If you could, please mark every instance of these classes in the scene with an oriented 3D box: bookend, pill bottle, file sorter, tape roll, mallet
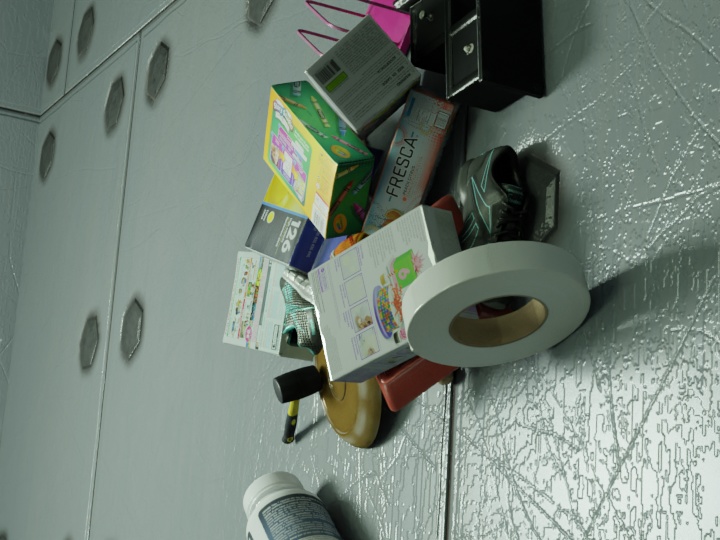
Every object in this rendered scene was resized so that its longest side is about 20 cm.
[{"bbox_3d":[0.129,-0.281,1.597,0.200,0.092,0.200,-27,58,57],"label":"bookend"},{"bbox_3d":[-0.090,0.370,1.754,0.120,0.119,0.200,-67,31,22],"label":"pill bottle"},{"bbox_3d":[0.007,-0.396,1.821,0.139,0.125,0.201,52,126,53],"label":"file sorter"},{"bbox_3d":[0.142,0.039,1.360,0.203,0.202,0.037,-48,43,44],"label":"tape roll"},{"bbox_3d":[-0.105,0.203,1.843,0.041,0.066,0.200,63,152,27],"label":"mallet"}]

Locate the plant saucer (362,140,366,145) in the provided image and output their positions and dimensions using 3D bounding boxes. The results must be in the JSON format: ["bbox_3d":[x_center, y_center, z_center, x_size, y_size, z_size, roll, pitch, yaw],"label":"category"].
[{"bbox_3d":[-0.067,-0.128,1.906,0.200,0.050,0.201,-39,38,41],"label":"plant saucer"}]

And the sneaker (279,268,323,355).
[{"bbox_3d":[-0.079,0.057,1.729,0.092,0.077,0.200,-60,19,0],"label":"sneaker"}]

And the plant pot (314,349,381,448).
[{"bbox_3d":[-0.023,0.144,1.743,0.200,0.027,0.201,174,90,-69],"label":"plant pot"}]

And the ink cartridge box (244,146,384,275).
[{"bbox_3d":[-0.071,-0.099,1.802,0.200,0.047,0.199,19,85,59],"label":"ink cartridge box"}]

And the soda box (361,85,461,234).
[{"bbox_3d":[0.067,-0.136,1.668,0.068,0.063,0.201,-41,-28,-72],"label":"soda box"}]

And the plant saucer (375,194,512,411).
[{"bbox_3d":[0.066,0.036,1.560,0.199,0.037,0.201,-38,59,23],"label":"plant saucer"}]

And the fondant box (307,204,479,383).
[{"bbox_3d":[0.035,0.031,1.510,0.200,0.058,0.145,-30,63,38],"label":"fondant box"}]

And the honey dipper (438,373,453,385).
[{"bbox_3d":[0.092,0.051,1.622,0.038,0.038,0.201,-40,52,49],"label":"honey dipper"}]

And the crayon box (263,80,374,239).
[{"bbox_3d":[-0.059,-0.149,1.696,0.200,0.058,0.119,52,144,41],"label":"crayon box"}]

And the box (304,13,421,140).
[{"bbox_3d":[0.006,-0.247,1.676,0.112,0.101,0.200,-41,0,2],"label":"box"}]

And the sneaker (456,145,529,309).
[{"bbox_3d":[0.156,-0.054,1.496,0.079,0.075,0.201,-35,52,49],"label":"sneaker"}]

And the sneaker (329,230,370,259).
[{"bbox_3d":[0.036,0.028,1.652,0.077,0.073,0.200,-40,68,7],"label":"sneaker"}]

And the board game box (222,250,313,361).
[{"bbox_3d":[-0.130,0.050,1.923,0.200,0.064,0.148,6,86,60],"label":"board game box"}]

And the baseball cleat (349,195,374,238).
[{"bbox_3d":[0.000,0.000,1.763,0.106,0.069,0.201,-33,52,53],"label":"baseball cleat"}]
